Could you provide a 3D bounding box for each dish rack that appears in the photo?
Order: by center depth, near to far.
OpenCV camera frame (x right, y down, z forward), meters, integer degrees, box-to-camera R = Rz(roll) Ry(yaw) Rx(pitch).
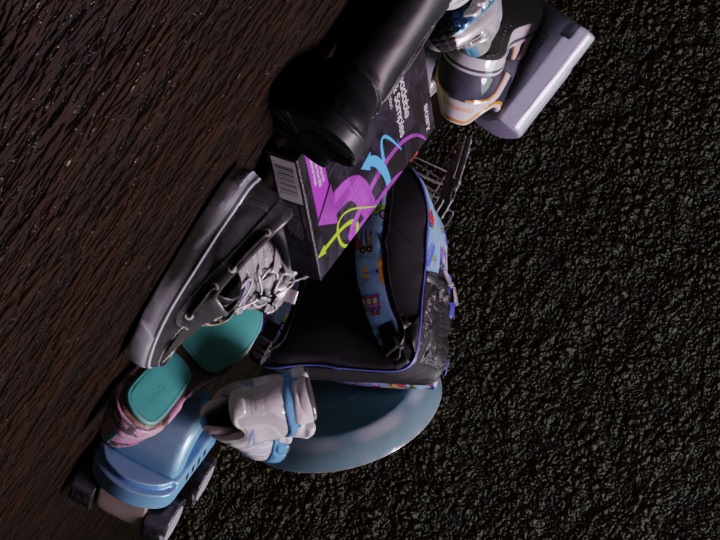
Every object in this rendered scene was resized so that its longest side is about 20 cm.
[{"bbox_3d":[0.044,-0.045,1.905,0.201,0.054,0.154,-58,-171,32],"label":"dish rack"}]

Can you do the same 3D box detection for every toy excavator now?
[{"bbox_3d":[-0.162,0.116,1.749,0.195,0.099,0.201,-54,170,-52],"label":"toy excavator"}]

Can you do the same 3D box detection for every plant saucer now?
[{"bbox_3d":[-0.022,0.117,1.844,0.200,0.199,0.028,-53,139,-46],"label":"plant saucer"}]

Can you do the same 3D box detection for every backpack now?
[{"bbox_3d":[0.000,0.000,1.781,0.134,0.181,0.202,24,68,-62],"label":"backpack"}]

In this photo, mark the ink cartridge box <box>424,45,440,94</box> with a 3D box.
[{"bbox_3d":[0.070,-0.181,1.903,0.162,0.050,0.201,-50,150,-64],"label":"ink cartridge box"}]

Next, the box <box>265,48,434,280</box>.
[{"bbox_3d":[-0.004,-0.110,1.618,0.200,0.036,0.143,-55,151,-32],"label":"box"}]

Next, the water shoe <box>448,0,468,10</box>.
[{"bbox_3d":[0.105,-0.291,1.559,0.201,0.071,0.079,-59,170,-32],"label":"water shoe"}]

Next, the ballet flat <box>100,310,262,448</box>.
[{"bbox_3d":[-0.160,0.084,1.662,0.071,0.069,0.200,-32,-170,43],"label":"ballet flat"}]

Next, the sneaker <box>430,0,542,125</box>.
[{"bbox_3d":[0.111,-0.199,1.782,0.200,0.078,0.080,-52,161,-57],"label":"sneaker"}]

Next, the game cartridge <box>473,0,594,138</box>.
[{"bbox_3d":[0.151,-0.195,1.863,0.133,0.040,0.200,-49,-163,8],"label":"game cartridge"}]

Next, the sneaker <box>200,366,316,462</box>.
[{"bbox_3d":[-0.100,0.126,1.699,0.200,0.086,0.076,128,-46,-70],"label":"sneaker"}]

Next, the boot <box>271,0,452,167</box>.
[{"bbox_3d":[0.008,-0.158,1.434,0.163,0.073,0.198,-53,-175,-4],"label":"boot"}]

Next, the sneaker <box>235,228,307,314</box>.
[{"bbox_3d":[-0.087,0.001,1.618,0.075,0.082,0.200,-56,178,26],"label":"sneaker"}]

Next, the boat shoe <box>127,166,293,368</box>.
[{"bbox_3d":[-0.116,0.010,1.467,0.200,0.056,0.069,-57,177,35],"label":"boat shoe"}]

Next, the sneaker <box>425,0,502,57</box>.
[{"bbox_3d":[0.091,-0.213,1.634,0.200,0.074,0.087,-68,149,-60],"label":"sneaker"}]
